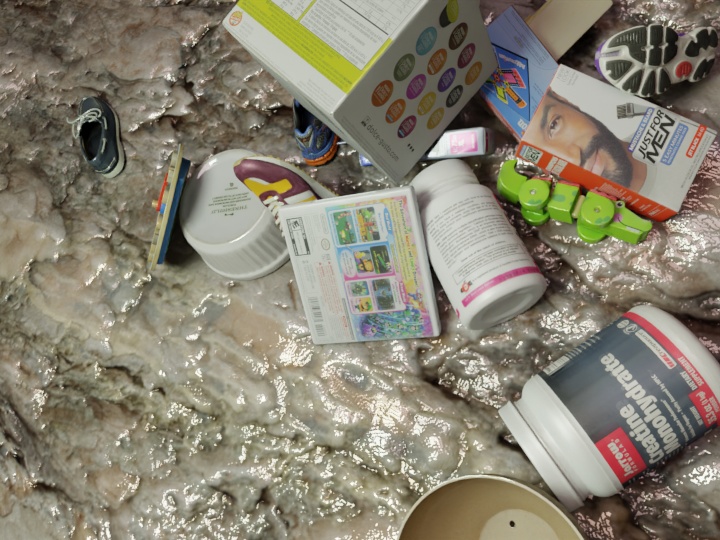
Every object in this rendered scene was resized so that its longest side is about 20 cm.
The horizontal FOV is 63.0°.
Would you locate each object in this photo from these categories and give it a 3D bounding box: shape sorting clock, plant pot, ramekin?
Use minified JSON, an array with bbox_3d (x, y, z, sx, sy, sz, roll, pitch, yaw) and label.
[{"bbox_3d":[-0.302,-0.098,0.910,0.039,0.200,0.201,14,73,-16],"label":"shape sorting clock"},{"bbox_3d":[0.150,0.304,0.598,0.200,0.134,0.201,-6,78,27],"label":"plant pot"},{"bbox_3d":[-0.184,-0.094,0.901,0.202,0.094,0.203,-7,68,18],"label":"ramekin"}]

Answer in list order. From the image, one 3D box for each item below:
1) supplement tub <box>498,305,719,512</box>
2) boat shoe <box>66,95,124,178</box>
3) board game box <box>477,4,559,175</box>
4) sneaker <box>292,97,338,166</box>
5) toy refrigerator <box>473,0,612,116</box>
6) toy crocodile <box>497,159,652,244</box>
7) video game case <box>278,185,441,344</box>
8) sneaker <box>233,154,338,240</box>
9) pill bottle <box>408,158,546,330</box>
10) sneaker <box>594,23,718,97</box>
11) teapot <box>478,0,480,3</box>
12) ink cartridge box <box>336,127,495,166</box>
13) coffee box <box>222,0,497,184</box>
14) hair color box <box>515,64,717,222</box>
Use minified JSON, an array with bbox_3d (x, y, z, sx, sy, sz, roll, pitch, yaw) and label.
[{"bbox_3d":[0.264,0.144,0.619,0.200,0.140,0.141,-36,63,5],"label":"supplement tub"},{"bbox_3d":[-0.498,-0.260,1.097,0.075,0.062,0.201,-27,63,12],"label":"boat shoe"},{"bbox_3d":[0.222,-0.236,0.777,0.103,0.019,0.200,-43,99,-2],"label":"board game box"},{"bbox_3d":[-0.069,-0.270,0.931,0.075,0.078,0.201,-9,68,17],"label":"sneaker"},{"bbox_3d":[0.242,-0.315,0.818,0.070,0.076,0.200,44,91,-9],"label":"toy refrigerator"},{"bbox_3d":[0.264,-0.084,0.743,0.199,0.068,0.062,23,80,26],"label":"toy crocodile"},{"bbox_3d":[0.000,0.000,0.768,0.181,0.024,0.201,-6,109,20],"label":"video game case"},{"bbox_3d":[-0.091,-0.082,0.809,0.075,0.200,0.090,-10,60,53],"label":"sneaker"},{"bbox_3d":[0.139,-0.037,0.747,0.113,0.113,0.200,-28,64,9],"label":"pill bottle"},{"bbox_3d":[0.356,-0.260,0.733,0.083,0.199,0.081,24,121,54],"label":"sneaker"},{"bbox_3d":[0.109,-0.396,0.878,0.197,0.146,0.201,30,99,54],"label":"teapot"},{"bbox_3d":[0.080,-0.170,0.816,0.199,0.119,0.042,1,101,20],"label":"ink cartridge box"},{"bbox_3d":[0.009,-0.264,0.689,0.198,0.200,0.200,-49,65,6],"label":"coffee box"},{"bbox_3d":[0.308,-0.155,0.722,0.199,0.064,0.111,27,87,10],"label":"hair color box"}]
